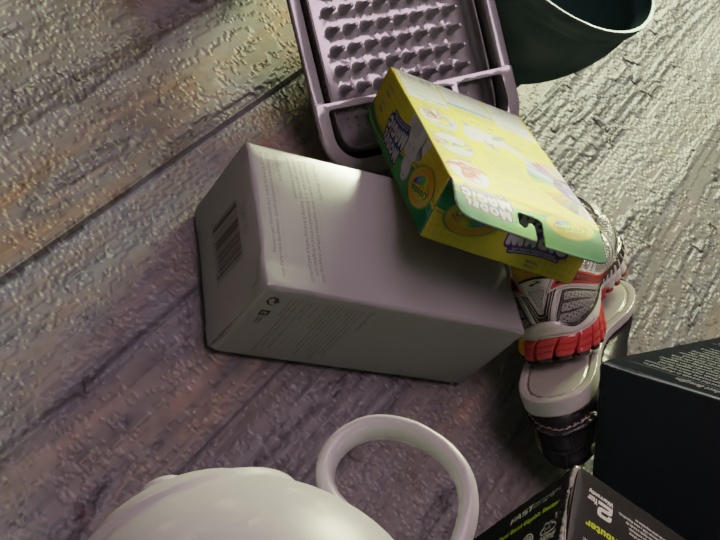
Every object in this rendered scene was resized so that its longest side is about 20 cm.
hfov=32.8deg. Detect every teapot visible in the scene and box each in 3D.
[{"bbox_3d":[-0.062,0.157,0.563,0.199,0.198,0.147,12,38,-45],"label":"teapot"}]

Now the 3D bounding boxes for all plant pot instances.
[{"bbox_3d":[0.130,-0.238,1.044,0.199,0.134,0.201,21,47,-25],"label":"plant pot"}]

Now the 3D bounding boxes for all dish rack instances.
[{"bbox_3d":[0.023,-0.181,0.919,0.171,0.043,0.202,-15,94,-23],"label":"dish rack"}]

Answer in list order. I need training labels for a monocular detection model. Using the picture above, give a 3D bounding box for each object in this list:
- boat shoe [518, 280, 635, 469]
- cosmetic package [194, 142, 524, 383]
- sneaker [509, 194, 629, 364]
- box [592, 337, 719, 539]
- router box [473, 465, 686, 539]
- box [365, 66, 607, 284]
[{"bbox_3d":[0.162,0.068,0.887,0.200,0.073,0.061,-57,135,-60],"label":"boat shoe"},{"bbox_3d":[0.000,0.000,0.802,0.199,0.081,0.114,14,51,-31],"label":"cosmetic package"},{"bbox_3d":[0.150,-0.014,0.895,0.200,0.077,0.083,-65,140,-62],"label":"sneaker"},{"bbox_3d":[0.257,0.132,0.831,0.199,0.107,0.150,-7,105,-40],"label":"box"},{"bbox_3d":[0.146,0.215,0.697,0.199,0.150,0.062,35,41,-11],"label":"router box"},{"bbox_3d":[0.081,-0.060,0.814,0.117,0.049,0.200,18,24,-21],"label":"box"}]
